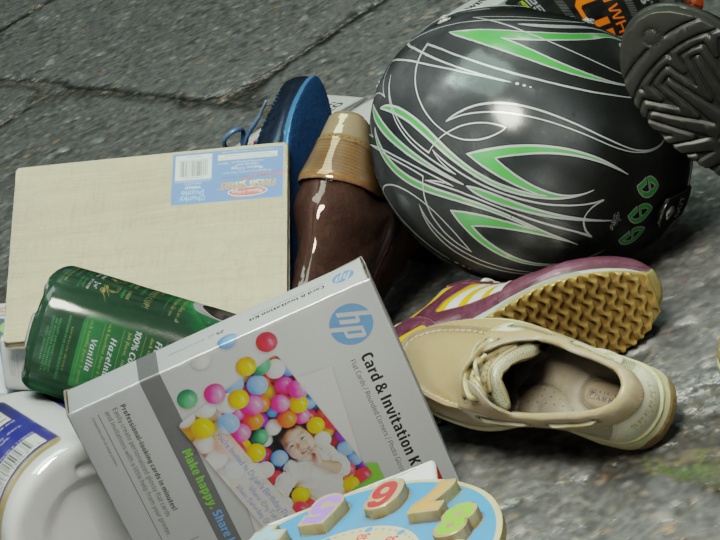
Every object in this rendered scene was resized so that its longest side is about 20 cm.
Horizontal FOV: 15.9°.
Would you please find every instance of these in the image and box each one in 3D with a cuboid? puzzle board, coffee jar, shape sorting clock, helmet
[{"bbox_3d":[-0.147,-0.017,1.796,0.199,0.017,0.151,-5,55,6],"label":"puzzle board"},{"bbox_3d":[-0.116,0.063,1.693,0.199,0.086,0.104,16,5,4],"label":"coffee jar"},{"bbox_3d":[-0.017,0.165,1.372,0.199,0.039,0.200,-22,22,9],"label":"shape sorting clock"},{"bbox_3d":[0.106,-0.084,1.736,0.190,0.201,0.200,-1,7,-34],"label":"helmet"}]

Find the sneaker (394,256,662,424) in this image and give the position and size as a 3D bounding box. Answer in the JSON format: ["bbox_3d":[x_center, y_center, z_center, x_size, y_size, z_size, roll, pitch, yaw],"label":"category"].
[{"bbox_3d":[0.098,0.029,1.681,0.199,0.075,0.090,-20,28,9],"label":"sneaker"}]

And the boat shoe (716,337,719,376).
[{"bbox_3d":[0.297,0.014,1.503,0.199,0.076,0.072,-17,23,20],"label":"boat shoe"}]

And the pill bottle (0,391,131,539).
[{"bbox_3d":[-0.208,0.144,1.680,0.119,0.120,0.200,-32,23,-19],"label":"pill bottle"}]

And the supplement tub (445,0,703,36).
[{"bbox_3d":[0.168,-0.193,2.048,0.200,0.123,0.122,-33,23,-18],"label":"supplement tub"}]

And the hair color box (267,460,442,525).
[{"bbox_3d":[0.007,0.193,1.420,0.110,0.064,0.200,-21,21,8],"label":"hair color box"}]

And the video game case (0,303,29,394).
[{"bbox_3d":[-0.182,0.057,1.902,0.181,0.023,0.200,-7,20,-9],"label":"video game case"}]

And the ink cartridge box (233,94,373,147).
[{"bbox_3d":[-0.020,-0.066,2.009,0.145,0.085,0.200,-36,23,-26],"label":"ink cartridge box"}]

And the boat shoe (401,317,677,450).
[{"bbox_3d":[0.094,0.063,1.564,0.199,0.065,0.073,12,80,39],"label":"boat shoe"}]

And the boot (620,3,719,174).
[{"bbox_3d":[0.253,-0.122,1.694,0.079,0.211,0.158,-42,19,25],"label":"boot"}]

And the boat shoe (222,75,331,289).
[{"bbox_3d":[-0.072,-0.066,1.865,0.068,0.084,0.201,-7,41,26],"label":"boat shoe"}]

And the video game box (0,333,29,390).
[{"bbox_3d":[-0.141,0.034,1.859,0.181,0.047,0.200,0,20,14],"label":"video game box"}]

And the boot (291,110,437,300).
[{"bbox_3d":[0.000,0.000,1.819,0.072,0.200,0.167,2,67,25],"label":"boot"}]

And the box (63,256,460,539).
[{"bbox_3d":[-0.058,0.102,1.569,0.199,0.156,0.041,-24,24,0],"label":"box"}]
